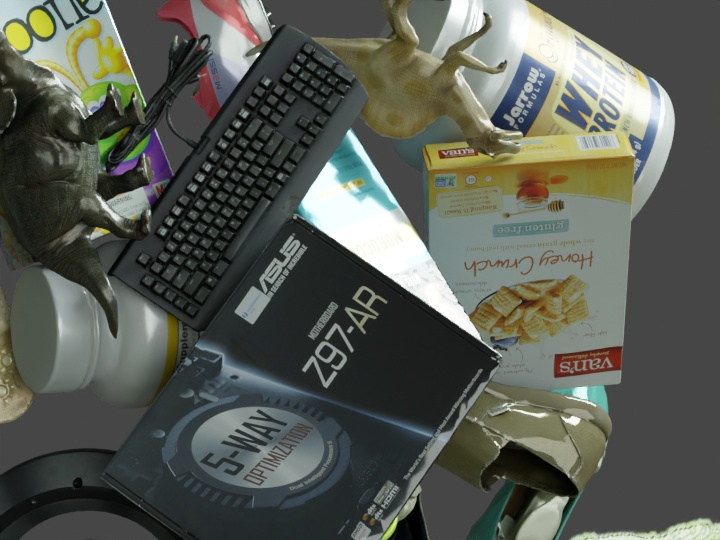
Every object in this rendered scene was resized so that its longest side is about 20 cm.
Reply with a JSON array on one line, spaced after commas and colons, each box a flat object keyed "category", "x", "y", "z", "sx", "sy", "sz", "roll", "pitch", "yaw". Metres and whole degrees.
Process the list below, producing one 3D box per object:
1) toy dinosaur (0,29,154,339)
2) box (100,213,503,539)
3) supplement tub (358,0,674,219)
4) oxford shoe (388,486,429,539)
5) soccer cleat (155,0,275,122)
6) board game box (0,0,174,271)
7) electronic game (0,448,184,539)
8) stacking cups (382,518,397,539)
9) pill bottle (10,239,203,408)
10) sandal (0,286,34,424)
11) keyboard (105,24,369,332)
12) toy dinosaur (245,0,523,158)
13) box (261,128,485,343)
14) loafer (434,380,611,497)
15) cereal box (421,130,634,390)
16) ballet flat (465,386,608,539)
[{"category": "toy dinosaur", "x": -0.181, "y": -0.058, "z": 1.074, "sx": 0.102, "sy": 0.077, "sz": 0.200, "roll": -10, "pitch": 102, "yaw": 8}, {"category": "box", "x": -0.034, "y": 0.091, "z": 1.073, "sx": 0.160, "sy": 0.044, "sz": 0.200, "roll": 35, "pitch": 81, "yaw": 6}, {"category": "supplement tub", "x": 0.111, "y": -0.116, "z": 1.286, "sx": 0.200, "sy": 0.144, "sz": 0.145, "roll": 28, "pitch": 74, "yaw": -21}, {"category": "oxford shoe", "x": 0.007, "y": 0.130, "z": 1.200, "sx": 0.071, "sy": 0.074, "sz": 0.200, "roll": -48, "pitch": 140, "yaw": -23}, {"category": "soccer cleat", "x": -0.077, "y": -0.110, "z": 1.246, "sx": 0.073, "sy": 0.068, "sz": 0.200, "roll": -22, "pitch": 95, "yaw": -9}, {"category": "board game box", "x": -0.210, "y": -0.113, "z": 1.155, "sx": 0.103, "sy": 0.105, "sz": 0.200, "roll": -23, "pitch": 95, "yaw": -25}, {"category": "electronic game", "x": -0.174, "y": 0.212, "z": 1.141, "sx": 0.200, "sy": 0.042, "sz": 0.200, "roll": 0, "pitch": 100, "yaw": -1}, {"category": "stacking cups", "x": -0.015, "y": 0.196, "z": 1.183, "sx": 0.060, "sy": 0.200, "sz": 0.061, "roll": 7, "pitch": 45, "yaw": -7}, {"category": "pill bottle", "x": -0.122, "y": 0.033, "z": 1.168, "sx": 0.200, "sy": 0.111, "sz": 0.112, "roll": -2, "pitch": 86, "yaw": -32}, {"category": "sandal", "x": -0.264, "y": 0.001, "z": 1.137, "sx": 0.078, "sy": 0.070, "sz": 0.212, "roll": -30, "pitch": 98, "yaw": -25}, {"category": "keyboard", "x": -0.094, "y": -0.073, "z": 1.117, "sx": 0.127, "sy": 0.021, "sz": 0.200, "roll": 32, "pitch": 75, "yaw": 3}, {"category": "toy dinosaur", "x": 0.022, "y": -0.141, "z": 1.170, "sx": 0.200, "sy": 0.058, "sz": 0.101, "roll": 24, "pitch": 100, "yaw": 6}, {"category": "box", "x": 0.000, "y": 0.000, "z": 1.158, "sx": 0.082, "sy": 0.049, "sz": 0.200, "roll": -23, "pitch": 76, "yaw": -42}, {"category": "loafer", "x": 0.078, "y": 0.115, "z": 1.253, "sx": 0.200, "sy": 0.076, "sz": 0.068, "roll": 7, "pitch": 55, "yaw": 3}, {"category": "cereal box", "x": 0.117, "y": 0.000, "z": 1.253, "sx": 0.144, "sy": 0.040, "sz": 0.200, "roll": -5, "pitch": 124, "yaw": -3}, {"category": "ballet flat", "x": 0.144, "y": 0.157, "z": 1.316, "sx": 0.067, "sy": 0.070, "sz": 0.200, "roll": 38, "pitch": 71, "yaw": -20}]
